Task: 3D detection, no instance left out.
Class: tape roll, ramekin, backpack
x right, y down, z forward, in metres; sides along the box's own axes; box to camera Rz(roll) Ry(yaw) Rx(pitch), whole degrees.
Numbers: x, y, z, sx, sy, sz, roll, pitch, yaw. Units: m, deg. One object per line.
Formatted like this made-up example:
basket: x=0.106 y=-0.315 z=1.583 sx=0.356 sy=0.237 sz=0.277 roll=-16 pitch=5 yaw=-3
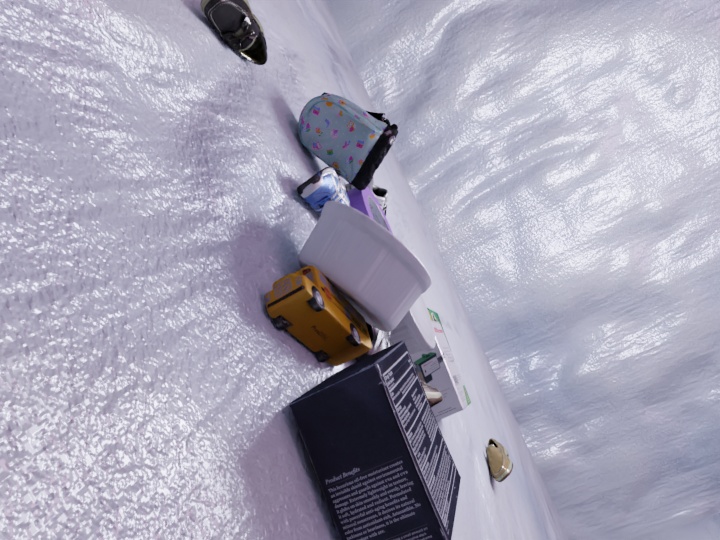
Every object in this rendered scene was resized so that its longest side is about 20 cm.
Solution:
tape roll: x=0.022 y=-0.093 z=1.299 sx=0.203 sy=0.064 sz=0.202 roll=58 pitch=16 yaw=-28
ramekin: x=0.000 y=0.000 z=0.832 sx=0.198 sy=0.099 sz=0.201 roll=36 pitch=-11 yaw=7
backpack: x=-0.035 y=-0.285 z=1.184 sx=0.197 sy=0.169 sz=0.127 roll=33 pitch=15 yaw=-7
ramekin: x=0.071 y=0.077 z=1.137 sx=0.205 sy=0.092 sz=0.205 roll=59 pitch=16 yaw=-28

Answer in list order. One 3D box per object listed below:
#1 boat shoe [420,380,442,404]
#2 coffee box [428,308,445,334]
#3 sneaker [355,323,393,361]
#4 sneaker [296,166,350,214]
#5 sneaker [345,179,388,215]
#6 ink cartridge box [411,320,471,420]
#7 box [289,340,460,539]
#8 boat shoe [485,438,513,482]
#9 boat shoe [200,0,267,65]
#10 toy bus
boat shoe: x=0.101 y=0.226 z=1.054 sx=0.076 sy=0.073 sz=0.202 roll=63 pitch=13 yaw=18
coffee box: x=0.196 y=0.170 z=1.555 sx=0.199 sy=0.043 sz=0.127 roll=27 pitch=42 yaw=-68
sneaker: x=0.016 y=0.090 z=0.964 sx=0.091 sy=0.075 sz=0.203 roll=47 pitch=19 yaw=-31
sneaker: x=-0.056 y=-0.136 z=1.048 sx=0.079 sy=0.074 sz=0.199 roll=62 pitch=14 yaw=7
sneaker: x=0.043 y=-0.163 z=1.452 sx=0.201 sy=0.086 sz=0.076 roll=52 pitch=17 yaw=-47
ink cartridge box: x=0.174 y=0.228 z=1.293 sx=0.206 sy=0.082 sz=0.146 roll=69 pitch=14 yaw=14
box: x=0.027 y=0.213 z=0.688 sx=0.204 sy=0.120 sz=0.200 roll=68 pitch=12 yaw=6
boat shoe: x=0.398 y=0.554 z=1.664 sx=0.077 sy=0.071 sz=0.200 roll=51 pitch=6 yaw=4
boat shoe: x=-0.204 y=-0.413 z=0.966 sx=0.067 sy=0.070 sz=0.201 roll=60 pitch=9 yaw=4
toy bus: x=-0.053 y=0.061 z=0.758 sx=0.200 sy=0.064 sz=0.080 roll=49 pitch=20 yaw=-49
